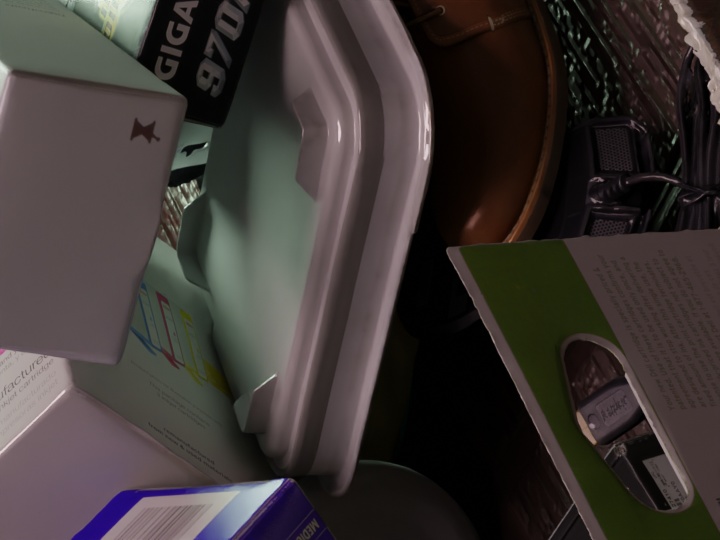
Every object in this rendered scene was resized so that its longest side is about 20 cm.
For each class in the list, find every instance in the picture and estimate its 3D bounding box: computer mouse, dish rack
[{"bbox_3d":[0.084,0.009,1.108,0.200,0.046,0.141,-28,50,48],"label":"computer mouse"},{"bbox_3d":[-0.029,-0.029,1.161,0.172,0.043,0.201,-115,29,-47],"label":"dish rack"}]

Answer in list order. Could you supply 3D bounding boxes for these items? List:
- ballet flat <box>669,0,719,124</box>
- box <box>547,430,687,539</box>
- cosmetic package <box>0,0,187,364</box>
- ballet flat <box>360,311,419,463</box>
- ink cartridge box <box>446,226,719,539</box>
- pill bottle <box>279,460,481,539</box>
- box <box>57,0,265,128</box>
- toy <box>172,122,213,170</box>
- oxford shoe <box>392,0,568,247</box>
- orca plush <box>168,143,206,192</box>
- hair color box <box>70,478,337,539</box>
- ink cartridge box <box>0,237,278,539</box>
[{"bbox_3d":[0.131,-0.094,1.021,0.072,0.071,0.201,-44,53,52],"label":"ballet flat"},{"bbox_3d":[0.120,0.175,0.995,0.201,0.043,0.160,60,145,25],"label":"box"},{"bbox_3d":[-0.141,-0.049,1.116,0.200,0.071,0.102,37,115,59],"label":"cosmetic package"},{"bbox_3d":[0.000,0.000,1.247,0.069,0.063,0.201,39,125,54],"label":"ballet flat"},{"bbox_3d":[0.123,0.062,0.907,0.076,0.199,0.148,-62,42,41],"label":"ink cartridge box"},{"bbox_3d":[-0.038,0.147,1.274,0.200,0.115,0.117,-19,76,59],"label":"pill bottle"},{"bbox_3d":[-0.071,-0.168,1.162,0.159,0.046,0.201,30,102,60],"label":"box"},{"bbox_3d":[-0.047,-0.136,1.229,0.047,0.115,0.201,35,113,16],"label":"toy"},{"bbox_3d":[0.032,-0.095,1.138,0.071,0.071,0.201,-29,56,43],"label":"oxford shoe"},{"bbox_3d":[-0.067,-0.042,1.350,0.105,0.071,0.201,39,125,52],"label":"orca plush"},{"bbox_3d":[-0.020,0.171,1.091,0.109,0.065,0.201,-8,120,51],"label":"hair color box"},{"bbox_3d":[-0.128,0.058,1.213,0.128,0.125,0.200,-43,34,15],"label":"ink cartridge box"}]
